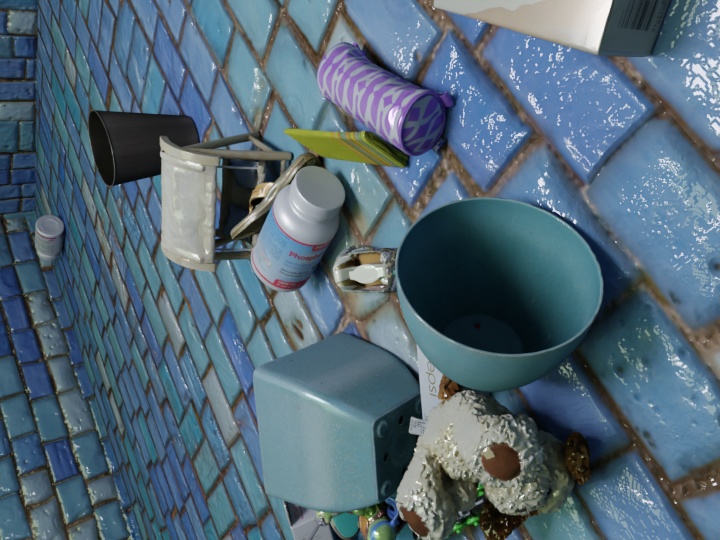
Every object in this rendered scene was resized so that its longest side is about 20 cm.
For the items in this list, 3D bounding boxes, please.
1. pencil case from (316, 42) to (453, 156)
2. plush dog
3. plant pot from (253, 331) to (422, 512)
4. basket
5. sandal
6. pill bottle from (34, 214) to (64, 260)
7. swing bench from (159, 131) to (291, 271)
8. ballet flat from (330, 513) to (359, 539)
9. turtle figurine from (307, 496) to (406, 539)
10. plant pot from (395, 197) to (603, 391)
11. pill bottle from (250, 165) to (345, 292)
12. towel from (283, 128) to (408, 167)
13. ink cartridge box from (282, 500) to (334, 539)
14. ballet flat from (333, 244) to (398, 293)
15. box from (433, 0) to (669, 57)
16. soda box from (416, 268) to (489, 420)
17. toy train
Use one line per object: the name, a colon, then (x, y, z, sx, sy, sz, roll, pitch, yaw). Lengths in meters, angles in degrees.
pencil case: (0.025, -0.222, 0.760, 0.086, 0.084, 0.199, -52, 54, 5)
plush dog: (0.154, 0.209, 0.661, 0.169, 0.162, 0.201, 31, 125, -12)
plant pot: (-0.012, 0.225, 0.862, 0.197, 0.194, 0.202, 8, 107, 42)
basket: (-0.461, -0.270, 1.299, 0.182, 0.196, 0.138, 53, 138, 29)
sandal: (-0.143, -0.125, 0.981, 0.200, 0.080, 0.054, -45, 73, 22)
pill bottle: (-1.360, -0.138, 2.628, 0.115, 0.111, 0.201, 61, 141, 20)
swing bench: (-0.239, -0.120, 1.045, 0.129, 0.196, 0.204, 35, 127, 41)
ballet flat: (-0.046, 0.363, 1.057, 0.067, 0.066, 0.205, 127, 129, -69)
turtle figurine: (-0.013, 0.396, 0.890, 0.194, 0.141, 0.205, 113, 180, -86)
plant pot: (0.133, 0.043, 0.621, 0.200, 0.197, 0.137, 46, 154, 35)
pill bottle: (-0.097, -0.064, 0.948, 0.110, 0.107, 0.201, 60, 141, 21)
towel: (-0.025, -0.177, 0.841, 0.198, 0.085, 0.018, 19, 84, 50)
ink cartridge box: (-0.085, 0.466, 1.070, 0.116, 0.065, 0.205, -148, 42, -74)
ballet flat: (0.000, 0.000, 0.869, 0.198, 0.071, 0.074, -3, 98, 54)
box: (0.167, -0.258, 0.544, 0.199, 0.093, 0.080, 40, 131, 42)
soda box: (0.113, 0.091, 0.747, 0.067, 0.063, 0.206, 7, 106, 51)
toy train: (0.132, 0.326, 0.798, 0.201, 0.055, 0.043, -54, 45, 47)
